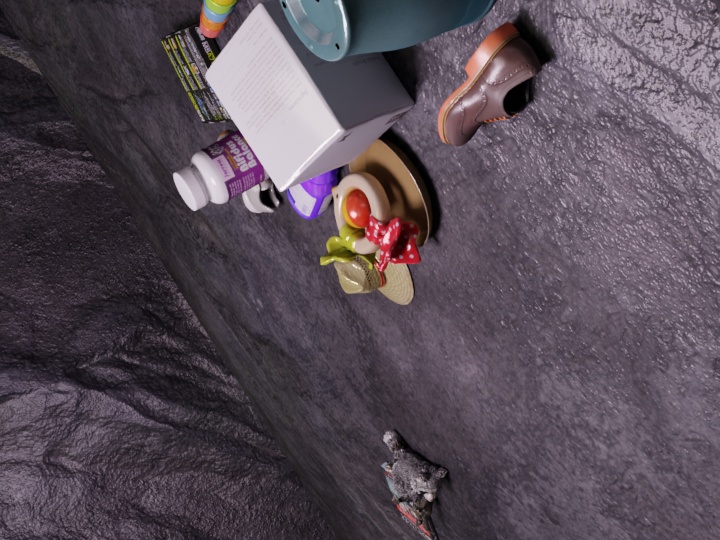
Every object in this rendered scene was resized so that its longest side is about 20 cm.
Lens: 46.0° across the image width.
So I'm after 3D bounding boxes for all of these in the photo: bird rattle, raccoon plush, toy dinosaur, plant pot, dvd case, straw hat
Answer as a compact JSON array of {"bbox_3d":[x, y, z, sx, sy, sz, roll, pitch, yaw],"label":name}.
[{"bbox_3d":[0.005,-0.074,1.337,0.200,0.112,0.164,-14,91,65],"label":"bird rattle"},{"bbox_3d":[0.110,0.428,1.886,0.200,0.096,0.134,49,149,22],"label":"raccoon plush"},{"bbox_3d":[0.136,0.527,1.979,0.200,0.102,0.077,49,131,-9],"label":"toy dinosaur"},{"bbox_3d":[0.051,-0.128,1.323,0.200,0.027,0.201,46,157,26],"label":"plant pot"},{"bbox_3d":[0.127,0.596,2.164,0.146,0.022,0.201,26,144,53],"label":"dvd case"},{"bbox_3d":[0.000,0.000,1.528,0.201,0.085,0.202,46,156,28],"label":"straw hat"},{"bbox_3d":[0.016,-0.323,0.908,0.200,0.187,0.201,46,157,27],"label":"plant pot"}]

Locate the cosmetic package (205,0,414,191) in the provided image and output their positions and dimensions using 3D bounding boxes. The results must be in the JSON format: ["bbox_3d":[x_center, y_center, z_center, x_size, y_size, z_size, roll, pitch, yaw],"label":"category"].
[{"bbox_3d":[-0.070,-0.249,1.166,0.165,0.165,0.201,-36,86,44],"label":"cosmetic package"}]

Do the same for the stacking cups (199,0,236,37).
[{"bbox_3d":[-0.253,-0.461,1.477,0.061,0.060,0.200,59,159,-4],"label":"stacking cups"}]

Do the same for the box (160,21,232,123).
[{"bbox_3d":[-0.321,-0.400,1.735,0.193,0.047,0.201,17,136,62],"label":"box"}]

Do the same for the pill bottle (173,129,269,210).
[{"bbox_3d":[-0.260,-0.200,1.659,0.112,0.199,0.113,45,156,27],"label":"pill bottle"}]

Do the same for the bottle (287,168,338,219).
[{"bbox_3d":[-0.081,-0.163,1.507,0.084,0.065,0.200,53,158,9],"label":"bottle"}]

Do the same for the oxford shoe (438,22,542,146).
[{"bbox_3d":[0.145,-0.191,0.974,0.073,0.071,0.200,48,157,10],"label":"oxford shoe"}]

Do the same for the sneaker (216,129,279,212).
[{"bbox_3d":[-0.224,-0.206,1.771,0.092,0.076,0.201,16,142,49],"label":"sneaker"}]
